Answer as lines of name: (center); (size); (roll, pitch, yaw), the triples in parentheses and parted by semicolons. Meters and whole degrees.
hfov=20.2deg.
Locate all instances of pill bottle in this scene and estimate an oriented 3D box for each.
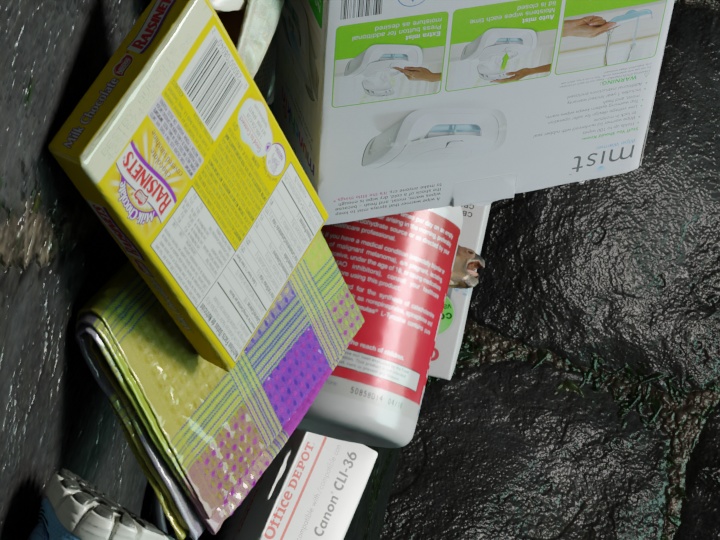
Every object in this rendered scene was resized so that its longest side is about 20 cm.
pill bottle: (0.000, 0.000, 1.247); (0.112, 0.111, 0.202); (68, 35, -79)

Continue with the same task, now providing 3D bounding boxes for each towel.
towel: (-0.073, 0.031, 1.089); (0.200, 0.023, 0.144); (-52, 123, -46)

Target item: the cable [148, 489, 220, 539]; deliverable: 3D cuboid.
cable: (-0.096, 0.130, 1.374); (0.200, 0.050, 0.165); (4, 98, -84)

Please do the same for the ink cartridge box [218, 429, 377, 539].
ink cartridge box: (-0.055, 0.176, 1.410); (0.117, 0.067, 0.200); (-67, -170, -26)

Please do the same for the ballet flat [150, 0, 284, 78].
ballet flat: (-0.080, -0.113, 1.006); (0.062, 0.067, 0.202); (1, 101, -73)

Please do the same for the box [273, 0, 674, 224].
box: (0.060, -0.128, 1.099); (0.177, 0.198, 0.097); (94, -20, -47)

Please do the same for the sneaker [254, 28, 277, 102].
sneaker: (-0.041, -0.174, 1.119); (0.078, 0.086, 0.201); (-66, 167, -55)

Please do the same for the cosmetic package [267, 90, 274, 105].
cosmetic package: (-0.014, -0.165, 1.243); (0.200, 0.050, 0.083); (146, -41, -67)

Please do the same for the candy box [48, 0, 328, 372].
candy box: (-0.077, -0.041, 0.983); (0.103, 0.026, 0.200); (-56, 149, -18)

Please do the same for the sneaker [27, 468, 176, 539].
sneaker: (-0.143, 0.162, 1.043); (0.090, 0.078, 0.200); (-57, 166, -9)

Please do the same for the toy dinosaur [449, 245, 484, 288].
toy dinosaur: (-0.007, -0.011, 1.585); (0.086, 0.200, 0.136); (-32, -148, 39)

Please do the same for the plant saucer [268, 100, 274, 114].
plant saucer: (-0.082, -0.011, 1.232); (0.200, 0.050, 0.202); (13, 90, -84)

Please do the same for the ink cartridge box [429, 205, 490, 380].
ink cartridge box: (0.032, -0.030, 1.727); (0.146, 0.145, 0.202); (-62, 163, -79)
